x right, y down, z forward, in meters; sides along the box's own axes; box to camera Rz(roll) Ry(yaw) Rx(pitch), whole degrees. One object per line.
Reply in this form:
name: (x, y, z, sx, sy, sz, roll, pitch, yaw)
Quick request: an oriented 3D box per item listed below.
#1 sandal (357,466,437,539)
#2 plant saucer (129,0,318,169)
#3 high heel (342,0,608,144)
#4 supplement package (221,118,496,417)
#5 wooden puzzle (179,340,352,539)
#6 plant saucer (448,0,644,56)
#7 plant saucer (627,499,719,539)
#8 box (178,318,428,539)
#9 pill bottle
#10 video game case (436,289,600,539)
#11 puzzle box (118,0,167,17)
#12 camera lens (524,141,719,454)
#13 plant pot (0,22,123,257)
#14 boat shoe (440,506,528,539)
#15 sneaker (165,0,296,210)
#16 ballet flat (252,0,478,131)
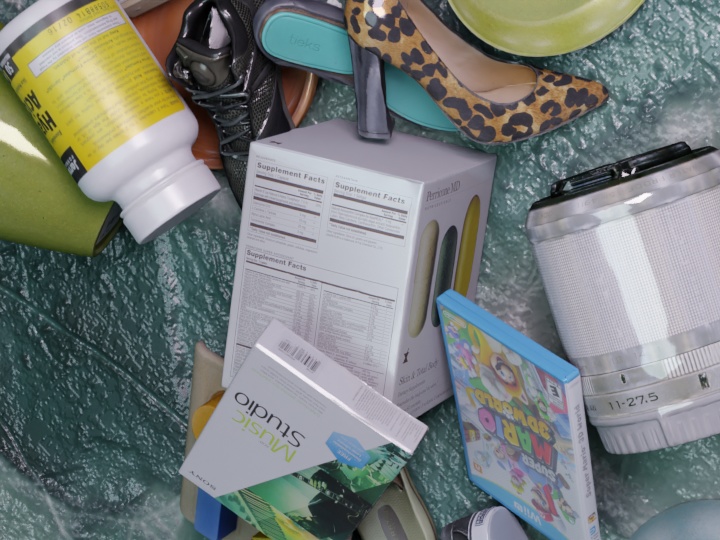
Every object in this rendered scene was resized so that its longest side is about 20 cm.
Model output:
sandal: (-0.002, 0.171, 1.635, 0.080, 0.057, 0.202, -35, 83, 28)
plant saucer: (-0.118, -0.186, 1.636, 0.199, 0.037, 0.201, 5, 102, 25)
high heel: (0.088, -0.169, 1.473, 0.199, 0.072, 0.143, -3, 125, 3)
supplement package: (0.000, 0.000, 1.546, 0.150, 0.152, 0.201, 14, 107, 23)
wooden puzzle: (-0.086, 0.180, 1.643, 0.200, 0.046, 0.186, 32, 130, 31)
plant saucer: (0.140, -0.255, 1.428, 0.031, 0.199, 0.201, 49, 126, 56)
plant saucer: (0.280, 0.280, 1.523, 0.200, 0.039, 0.202, 5, 102, 26)
box: (-0.048, 0.139, 1.511, 0.144, 0.036, 0.200, 35, 140, 2)
pill bottle: (-0.200, -0.126, 1.580, 0.111, 0.111, 0.200, -35, 88, 28)
video game case: (0.123, 0.122, 1.503, 0.143, 0.018, 0.201, 33, 147, 41)
puzzle box: (-0.164, -0.325, 1.611, 0.133, 0.025, 0.201, -21, 75, 28)
camera lens: (0.218, 0.016, 1.433, 0.159, 0.160, 0.201, -17, 92, 29)
plant pot: (-0.291, -0.100, 1.679, 0.199, 0.187, 0.188, 29, 113, 2)
boat shoe: (0.122, 0.292, 1.587, 0.068, 0.074, 0.200, -23, 96, 37)
sneaker: (-0.103, -0.129, 1.556, 0.076, 0.114, 0.201, 2, 103, 28)
ballet flat: (0.008, -0.171, 1.545, 0.199, 0.073, 0.073, 20, 113, -16)
